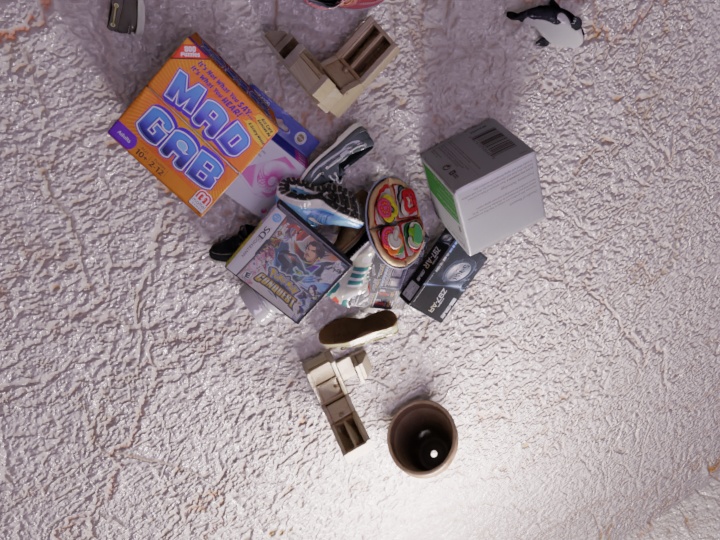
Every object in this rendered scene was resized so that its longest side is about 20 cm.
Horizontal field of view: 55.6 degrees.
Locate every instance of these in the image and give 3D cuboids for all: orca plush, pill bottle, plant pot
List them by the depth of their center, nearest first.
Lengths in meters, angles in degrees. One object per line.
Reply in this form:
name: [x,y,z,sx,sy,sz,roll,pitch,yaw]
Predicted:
orca plush: [0.392,-0.529,1.431,0.194,0.073,0.105,2,164,-19]
pill bottle: [-0.159,0.020,1.479,0.198,0.114,0.114,-37,127,2]
plant pot: [0.187,0.482,1.874,0.198,0.202,0.175,-34,144,0]

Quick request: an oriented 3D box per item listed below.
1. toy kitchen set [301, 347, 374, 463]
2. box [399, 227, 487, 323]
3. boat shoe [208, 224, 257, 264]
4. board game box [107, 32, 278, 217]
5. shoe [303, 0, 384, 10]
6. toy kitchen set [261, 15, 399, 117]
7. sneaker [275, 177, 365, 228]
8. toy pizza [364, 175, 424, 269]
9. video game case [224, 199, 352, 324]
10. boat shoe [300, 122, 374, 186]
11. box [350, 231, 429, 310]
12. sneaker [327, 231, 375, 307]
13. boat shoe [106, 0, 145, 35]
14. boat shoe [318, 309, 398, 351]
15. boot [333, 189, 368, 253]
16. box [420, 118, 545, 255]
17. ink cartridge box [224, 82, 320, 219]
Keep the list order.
toy kitchen set: [-0.019,0.312,1.672,0.160,0.181,0.203,-26,130,-7]
box: [0.200,0.014,1.639,0.159,0.043,0.202,29,99,-48]
boat shoe: [-0.222,-0.067,1.410,0.193,0.076,0.067,-7,133,-2]
board game box: [-0.281,-0.258,1.180,0.200,0.201,0.199,-45,111,8]
shoe: [-0.027,-0.504,1.234,0.194,0.091,0.073,-4,122,-20]
toy kitchen set: [-0.057,-0.416,1.238,0.180,0.200,0.164,-44,84,9]
sneaker: [-0.084,-0.124,1.394,0.195,0.080,0.091,15,136,-16]
toy pizza: [0.083,-0.106,1.482,0.197,0.031,0.207,11,75,-46]
video game case: [-0.144,-0.013,1.377,0.199,0.026,0.181,39,109,-18]
boat shoe: [-0.053,-0.212,1.400,0.200,0.073,0.062,-45,81,5]
box: [0.058,-0.009,1.594,0.154,0.050,0.205,6,117,-26]
sneaker: [0.000,0.001,1.515,0.093,0.071,0.200,36,115,-13]
boat shoe: [-0.382,-0.488,1.105,0.059,0.072,0.206,-5,125,-25]
boat shoe: [-0.003,0.153,1.640,0.194,0.075,0.063,-11,140,5]
boot: [-0.027,-0.093,1.454,0.076,0.073,0.201,46,56,-11]
box: [0.264,-0.185,1.483,0.196,0.200,0.174,-26,127,-4]
ink cartridge box: [-0.203,-0.228,1.357,0.195,0.044,0.201,34,104,-34]
